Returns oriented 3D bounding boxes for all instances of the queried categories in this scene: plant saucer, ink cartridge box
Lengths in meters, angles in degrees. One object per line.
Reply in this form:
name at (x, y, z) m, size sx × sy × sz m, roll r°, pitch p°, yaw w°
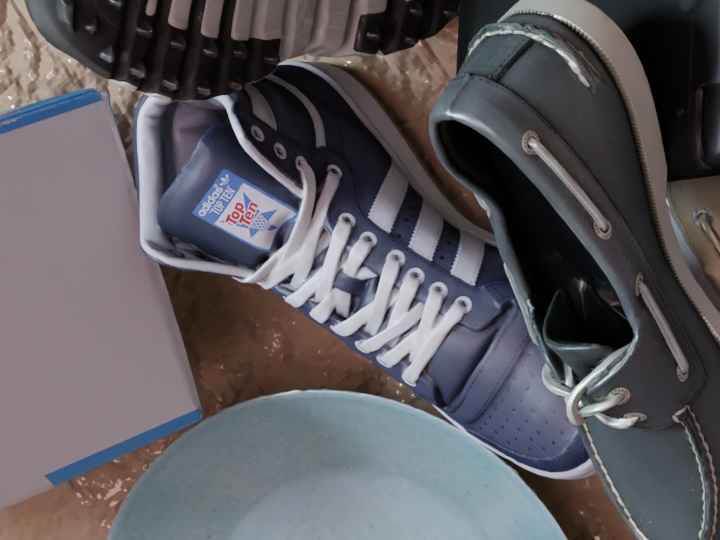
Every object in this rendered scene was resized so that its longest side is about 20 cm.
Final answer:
plant saucer at (-0.002, 0.137, 0.942) m, size 0.200 × 0.039 × 0.203 m, roll 4°, pitch 103°, yaw 16°
ink cartridge box at (-0.175, 0.022, 0.924) m, size 0.199 × 0.128 × 0.126 m, roll -9°, pitch 101°, yaw 54°

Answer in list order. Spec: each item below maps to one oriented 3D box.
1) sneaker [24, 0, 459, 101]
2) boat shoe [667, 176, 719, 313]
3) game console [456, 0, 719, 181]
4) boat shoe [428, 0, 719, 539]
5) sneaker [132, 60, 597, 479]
sneaker at (-0.053, -0.104, 0.853) m, size 0.090 × 0.199 × 0.067 m, roll 26°, pitch 115°, yaw 33°
boat shoe at (0.114, -0.007, 0.863) m, size 0.068 × 0.075 × 0.201 m, roll -21°, pitch 86°, yaw 2°
game console at (0.131, -0.121, 0.818) m, size 0.175 × 0.116 × 0.202 m, roll -6°, pitch 78°, yaw 45°
boat shoe at (0.069, 0.016, 0.773) m, size 0.073 × 0.062 × 0.201 m, roll 7°, pitch 126°, yaw 42°
sneaker at (0.000, 0.000, 0.863) m, size 0.200 × 0.108 × 0.070 m, roll 47°, pitch 116°, yaw 26°
